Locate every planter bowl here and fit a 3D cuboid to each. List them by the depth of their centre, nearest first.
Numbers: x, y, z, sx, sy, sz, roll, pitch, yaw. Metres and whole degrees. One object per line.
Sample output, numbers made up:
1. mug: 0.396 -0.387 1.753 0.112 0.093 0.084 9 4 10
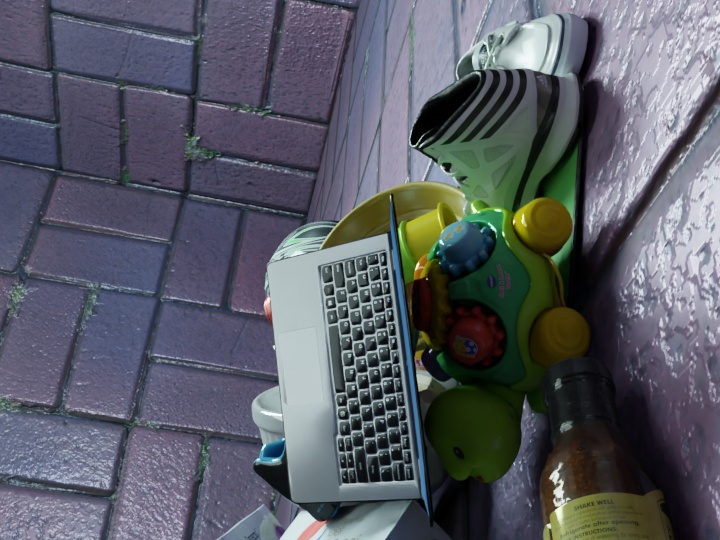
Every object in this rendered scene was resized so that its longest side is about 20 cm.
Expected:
1. planter bowl: 0.050 0.016 0.877 0.084 0.198 0.202 47 -144 -44

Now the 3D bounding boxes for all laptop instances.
1. laptop: -0.016 0.067 0.598 0.198 0.115 0.190 -12 80 36

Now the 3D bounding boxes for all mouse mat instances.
1. mouse mat: 0.137 -0.024 0.723 0.200 0.007 0.163 126 152 -74

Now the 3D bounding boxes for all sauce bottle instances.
1. sauce bottle: 0.122 0.130 0.435 0.066 0.065 0.201 107 169 -45

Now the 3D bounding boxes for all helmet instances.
1. helmet: -0.051 0.018 1.367 0.200 0.188 0.203 -170 90 -82

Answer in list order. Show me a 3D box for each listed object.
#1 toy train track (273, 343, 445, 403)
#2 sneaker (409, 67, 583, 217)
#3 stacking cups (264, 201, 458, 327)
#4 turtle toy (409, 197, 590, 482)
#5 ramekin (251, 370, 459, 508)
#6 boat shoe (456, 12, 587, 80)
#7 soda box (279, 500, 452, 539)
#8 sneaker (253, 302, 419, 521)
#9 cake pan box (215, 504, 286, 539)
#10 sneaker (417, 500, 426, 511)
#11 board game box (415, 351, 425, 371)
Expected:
1. toy train track: -0.010 0.096 0.806 0.199 0.115 0.033 8 66 44
2. sneaker: 0.087 -0.082 0.705 0.202 0.114 0.076 108 168 -47
3. stacking cups: 0.000 0.000 0.825 0.061 0.198 0.061 49 -151 -40
4. turtle toy: 0.088 0.045 0.627 0.146 0.100 0.203 121 146 -70
5. ramekin: -0.001 0.160 0.850 0.202 0.200 0.096 -156 61 -82
6. boat shoe: 0.127 -0.170 0.750 0.200 0.066 0.075 178 101 -82
7. soda box: -0.006 0.234 0.711 0.068 0.064 0.200 -48 10 -32
8. sneaker: -0.018 0.106 0.702 0.201 0.081 0.073 -62 -3 17
9. cake pan box: -0.071 0.317 0.822 0.052 0.184 0.200 -43 -10 1
10. sneaker: 0.022 0.290 0.881 0.079 0.088 0.202 -93 14 -53
11. board game box: 0.058 0.174 1.001 0.096 0.030 0.202 109 170 -49
